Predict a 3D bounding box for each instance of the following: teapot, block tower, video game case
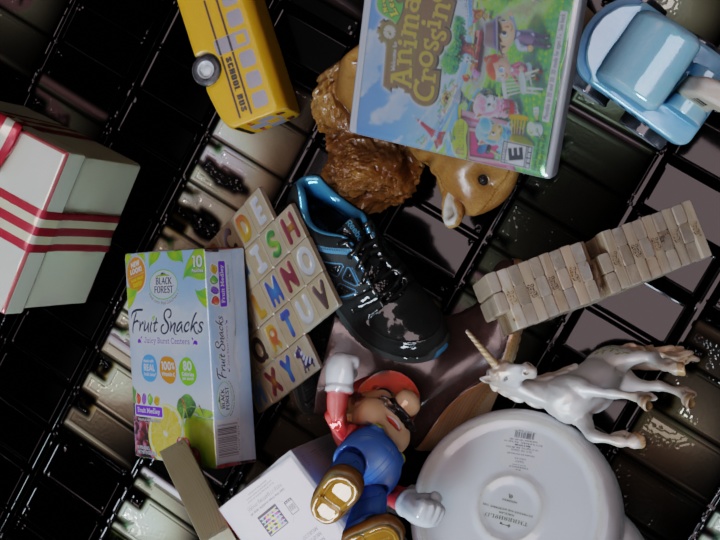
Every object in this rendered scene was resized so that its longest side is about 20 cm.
[{"bbox_3d":[0.140,0.225,1.056,0.196,0.146,0.201,-34,62,1],"label":"teapot"},{"bbox_3d":[0.201,0.000,1.040,0.198,0.058,0.055,-19,83,-10],"label":"block tower"},{"bbox_3d":[0.083,-0.189,0.934,0.180,0.022,0.202,16,110,25],"label":"video game case"}]

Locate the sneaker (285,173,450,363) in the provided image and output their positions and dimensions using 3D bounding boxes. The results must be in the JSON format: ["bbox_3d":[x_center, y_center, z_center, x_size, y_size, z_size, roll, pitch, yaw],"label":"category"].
[{"bbox_3d":[0.000,0.000,1.046,0.073,0.082,0.200,-39,71,-23],"label":"sneaker"}]

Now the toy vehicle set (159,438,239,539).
[{"bbox_3d":[-0.116,0.260,1.085,0.026,0.124,0.201,-28,128,-10],"label":"toy vehicle set"}]

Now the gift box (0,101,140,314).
[{"bbox_3d":[-0.358,-0.067,1.159,0.198,0.187,0.187,21,96,13],"label":"gift box"}]

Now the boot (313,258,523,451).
[{"bbox_3d":[0.055,0.066,1.094,0.165,0.072,0.202,17,104,-2],"label":"boot"}]

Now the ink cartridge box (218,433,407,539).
[{"bbox_3d":[-0.022,0.246,1.064,0.084,0.200,0.176,-38,81,4],"label":"ink cartridge box"}]

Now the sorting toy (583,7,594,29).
[{"bbox_3d":[0.104,-0.264,1.021,0.199,0.199,0.070,49,137,9],"label":"sorting toy"}]

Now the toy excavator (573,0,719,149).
[{"bbox_3d":[0.267,-0.150,0.982,0.194,0.200,0.100,36,100,3],"label":"toy excavator"}]

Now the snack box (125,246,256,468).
[{"bbox_3d":[-0.166,0.081,1.147,0.141,0.053,0.203,-2,91,47],"label":"snack box"}]

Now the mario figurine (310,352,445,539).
[{"bbox_3d":[0.018,0.140,0.991,0.105,0.200,0.125,0,114,7],"label":"mario figurine"}]

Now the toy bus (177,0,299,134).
[{"bbox_3d":[-0.128,-0.235,1.155,0.078,0.065,0.202,-19,86,14],"label":"toy bus"}]

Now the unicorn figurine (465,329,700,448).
[{"bbox_3d":[0.196,0.098,1.018,0.136,0.199,0.075,15,101,41],"label":"unicorn figurine"}]

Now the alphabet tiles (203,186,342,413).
[{"bbox_3d":[-0.086,0.026,1.107,0.200,0.007,0.169,-40,72,51],"label":"alphabet tiles"}]

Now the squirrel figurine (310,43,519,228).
[{"bbox_3d":[0.053,-0.127,1.090,0.199,0.142,0.188,-28,99,35],"label":"squirrel figurine"}]

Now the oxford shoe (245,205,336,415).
[{"bbox_3d":[-0.071,0.040,1.155,0.084,0.072,0.203,-8,93,41],"label":"oxford shoe"}]
